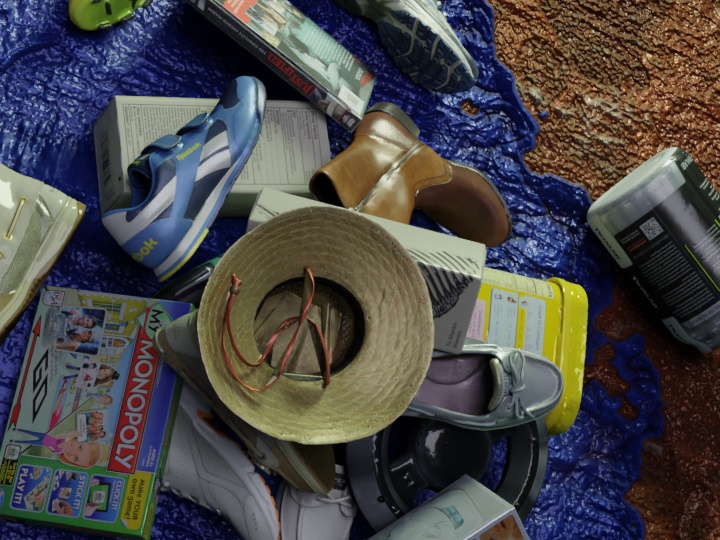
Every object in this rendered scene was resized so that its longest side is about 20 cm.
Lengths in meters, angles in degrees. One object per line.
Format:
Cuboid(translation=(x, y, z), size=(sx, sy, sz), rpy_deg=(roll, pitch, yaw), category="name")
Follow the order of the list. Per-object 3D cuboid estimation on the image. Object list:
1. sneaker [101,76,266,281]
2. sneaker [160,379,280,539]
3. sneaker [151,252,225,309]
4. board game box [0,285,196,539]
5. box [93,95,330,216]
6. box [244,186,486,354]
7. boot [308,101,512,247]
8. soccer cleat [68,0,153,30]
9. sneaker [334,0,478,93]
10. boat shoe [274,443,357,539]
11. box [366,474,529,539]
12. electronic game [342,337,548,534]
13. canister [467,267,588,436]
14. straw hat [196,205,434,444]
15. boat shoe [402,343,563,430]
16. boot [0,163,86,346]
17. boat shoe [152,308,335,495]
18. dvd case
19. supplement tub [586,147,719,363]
Cuboid(translation=(-0.145, -0.091, 1.342), size=(0.082, 0.074, 0.200), rpy_deg=(32, 66, -12), category="sneaker")
Cuboid(translation=(-0.146, 0.171, 1.354), size=(0.092, 0.076, 0.200), rpy_deg=(-33, 77, -17), category="sneaker")
Cuboid(translation=(-0.091, 0.018, 1.423), size=(0.200, 0.074, 0.088), rpy_deg=(-28, 92, -29), category="sneaker")
Cuboid(translation=(-0.220, 0.116, 1.323), size=(0.134, 0.029, 0.200), rpy_deg=(6, 69, 10), category="board game box")
Cuboid(translation=(-0.131, -0.100, 1.435), size=(0.200, 0.078, 0.095), rpy_deg=(0, 75, -25), category="box")
Cuboid(translation=(0.000, 0.000, 1.337), size=(0.200, 0.082, 0.068), rpy_deg=(13, 28, 1), category="box")
Cuboid(translation=(0.052, -0.059, 1.452), size=(0.188, 0.068, 0.200), rpy_deg=(49, 26, -10), category="boot")
Cuboid(translation=(-0.216, -0.301, 1.479), size=(0.084, 0.065, 0.200), rpy_deg=(27, 66, 18), category="soccer cleat")
Cuboid(translation=(0.053, -0.264, 1.573), size=(0.200, 0.077, 0.085), rpy_deg=(46, 58, -6), category="sneaker")
Cuboid(translation=(-0.026, 0.185, 1.404), size=(0.072, 0.066, 0.200), rpy_deg=(21, 67, -18), category="boat shoe")
Cuboid(translation=(0.075, 0.308, 1.345), size=(0.176, 0.097, 0.200), rpy_deg=(-30, 111, -16), category="box")
Cuboid(translation=(0.077, 0.157, 1.407), size=(0.200, 0.042, 0.200), rpy_deg=(1, 87, -23), category="electronic game")
Cuboid(translation=(0.102, 0.064, 1.489), size=(0.200, 0.087, 0.149), rpy_deg=(13, 71, -19), category="canister")
Cuboid(translation=(-0.048, 0.048, 1.278), size=(0.201, 0.085, 0.202), rpy_deg=(4, 80, -24), category="straw hat")
Cuboid(translation=(0.089, 0.097, 1.357), size=(0.202, 0.065, 0.075), rpy_deg=(7, 85, -23), category="boat shoe")
Cuboid(translation=(-0.341, -0.012, 1.318), size=(0.155, 0.072, 0.200), rpy_deg=(34, 69, -8), category="boot")
Cuboid(translation=(-0.092, 0.113, 1.326), size=(0.201, 0.063, 0.073), rpy_deg=(52, 28, -27), category="boat shoe")
Cuboid(translation=(-0.073, -0.218, 1.481), size=(0.200, 0.022, 0.146), rpy_deg=(37, 22, -10), category="dvd case")
Cuboid(translation=(0.329, -0.013, 1.595), size=(0.122, 0.123, 0.200), rpy_deg=(-38, 92, -29), category="supplement tub")
